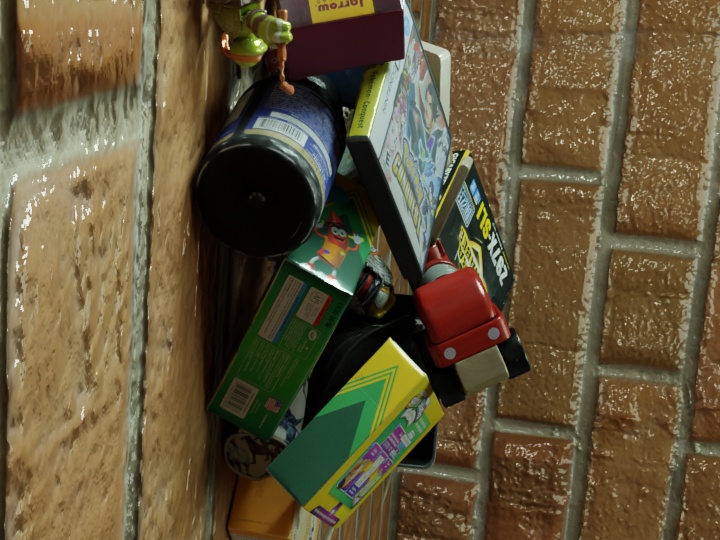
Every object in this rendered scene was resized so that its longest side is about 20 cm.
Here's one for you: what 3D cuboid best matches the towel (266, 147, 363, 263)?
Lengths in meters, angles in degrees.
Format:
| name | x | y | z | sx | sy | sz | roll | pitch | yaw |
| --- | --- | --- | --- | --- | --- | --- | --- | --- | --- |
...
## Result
| name | x | y | z | sx | sy | sz | roll | pitch | yaw |
| --- | --- | --- | --- | --- | --- | --- | --- | --- | --- |
| towel | -0.021 | -0.101 | 1.358 | 0.048 | 0.170 | 0.201 | 45 | 28 | -20 |

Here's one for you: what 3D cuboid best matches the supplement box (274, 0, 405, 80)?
| name | x | y | z | sx | sy | sz | roll | pitch | yaw |
| --- | --- | --- | --- | --- | --- | --- | --- | --- | --- |
| supplement box | -0.030 | -0.284 | 1.145 | 0.086 | 0.109 | 0.203 | 86 | -6 | -69 |

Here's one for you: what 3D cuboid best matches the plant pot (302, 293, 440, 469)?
| name | x | y | z | sx | sy | sz | roll | pitch | yaw |
| --- | --- | --- | --- | --- | --- | --- | --- | --- | --- |
| plant pot | -0.012 | 0.122 | 1.591 | 0.177 | 0.196 | 0.203 | -173 | -91 | -82 |

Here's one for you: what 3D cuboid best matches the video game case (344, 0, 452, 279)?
| name | x | y | z | sx | sy | sz | roll | pitch | yaw |
| --- | --- | --- | --- | --- | --- | --- | --- | --- | --- |
| video game case | 0.042 | -0.124 | 1.228 | 0.201 | 0.025 | 0.183 | 65 | 31 | -49 |

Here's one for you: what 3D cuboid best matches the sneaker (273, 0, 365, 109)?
| name | x | y | z | sx | sy | sz | roll | pitch | yaw |
| --- | --- | --- | --- | --- | --- | --- | --- | --- | --- |
| sneaker | -0.039 | -0.236 | 1.264 | 0.201 | 0.066 | 0.079 | 59 | 4 | 37 |

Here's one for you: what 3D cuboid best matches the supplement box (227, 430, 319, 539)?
| name | x | y | z | sx | sy | sz | roll | pitch | yaw |
| --- | --- | --- | --- | --- | --- | --- | --- | --- | --- |
| supplement box | -0.092 | 0.276 | 1.468 | 0.201 | 0.072 | 0.128 | 85 | 14 | -59 |

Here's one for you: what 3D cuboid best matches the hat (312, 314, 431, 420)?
| name | x | y | z | sx | sy | sz | roll | pitch | yaw |
| --- | --- | --- | --- | --- | --- | --- | --- | --- | --- |
| hat | 0.000 | 0.111 | 1.442 | 0.199 | 0.081 | 0.202 | -32 | 143 | -28 |

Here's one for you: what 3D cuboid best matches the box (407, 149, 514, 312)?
| name | x | y | z | sx | sy | sz | roll | pitch | yaw |
| --- | --- | --- | --- | --- | --- | --- | --- | --- | --- |
| box | 0.112 | -0.011 | 1.487 | 0.202 | 0.049 | 0.161 | 66 | 35 | -35 |

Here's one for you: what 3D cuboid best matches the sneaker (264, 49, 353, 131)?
| name | x | y | z | sx | sy | sz | roll | pitch | yaw |
| --- | --- | --- | --- | --- | --- | --- | --- | --- | --- |
| sneaker | -0.079 | -0.149 | 1.316 | 0.200 | 0.112 | 0.071 | -49 | 162 | -20 |

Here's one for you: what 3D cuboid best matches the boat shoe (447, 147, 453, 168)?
| name | x | y | z | sx | sy | sz | roll | pitch | yaw |
| --- | --- | --- | --- | --- | --- | --- | --- | --- | --- |
| boat shoe | 0.007 | -0.104 | 1.456 | 0.073 | 0.198 | 0.072 | 62 | 37 | -32 |

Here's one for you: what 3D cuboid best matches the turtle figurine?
| name | x | y | z | sx | sy | sz | roll | pitch | yaw |
| --- | --- | --- | --- | --- | --- | --- | --- | --- | --- |
| turtle figurine | -0.098 | -0.235 | 1.045 | 0.200 | 0.063 | 0.164 | -119 | -155 | -62 |

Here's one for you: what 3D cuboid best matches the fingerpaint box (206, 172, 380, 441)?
| name | x | y | z | sx | sy | sz | roll | pitch | yaw |
| --- | --- | --- | --- | --- | --- | --- | --- | --- | --- |
| fingerpaint box | -0.057 | 0.032 | 1.224 | 0.201 | 0.073 | 0.168 | -60 | -175 | 34 |

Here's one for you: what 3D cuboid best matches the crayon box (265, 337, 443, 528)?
| name | x | y | z | sx | sy | sz | roll | pitch | yaw |
| --- | --- | --- | --- | --- | --- | --- | --- | --- | --- |
| crayon box | 0.001 | 0.170 | 1.307 | 0.173 | 0.058 | 0.200 | -47 | 162 | -7 |

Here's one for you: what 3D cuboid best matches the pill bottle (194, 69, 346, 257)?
| name | x | y | z | sx | sy | sz | roll | pitch | yaw |
| --- | --- | --- | --- | --- | --- | --- | --- | --- | --- |
| pill bottle | -0.072 | -0.107 | 1.157 | 0.201 | 0.110 | 0.113 | -72 | 166 | -58 |

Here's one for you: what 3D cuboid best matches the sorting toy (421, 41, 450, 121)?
| name | x | y | z | sx | sy | sz | roll | pitch | yaw |
| --- | --- | --- | --- | --- | --- | --- | --- | --- | --- |
| sorting toy | 0.009 | -0.182 | 1.535 | 0.069 | 0.197 | 0.202 | -29 | 132 | -38 |

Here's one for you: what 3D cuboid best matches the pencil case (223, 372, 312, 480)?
| name | x | y | z | sx | sy | sz | roll | pitch | yaw |
| --- | --- | --- | --- | --- | --- | --- | --- | --- | --- |
| pencil case | -0.087 | 0.115 | 1.357 | 0.090 | 0.077 | 0.202 | 110 | -7 | -51 |

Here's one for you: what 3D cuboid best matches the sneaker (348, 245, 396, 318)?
| name | x | y | z | sx | sy | sz | roll | pitch | yaw |
| --- | --- | --- | --- | --- | --- | --- | --- | --- | --- |
| sneaker | 0.000 | 0.000 | 1.395 | 0.078 | 0.082 | 0.200 | -45 | 163 | 1 |

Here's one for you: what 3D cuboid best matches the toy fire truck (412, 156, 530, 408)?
| name | x | y | z | sx | sy | sz | roll | pitch | yaw |
| --- | --- | --- | --- | --- | --- | --- | --- | --- | --- |
| toy fire truck | 0.096 | 0.007 | 1.303 | 0.176 | 0.127 | 0.202 | -111 | 178 | -77 |
